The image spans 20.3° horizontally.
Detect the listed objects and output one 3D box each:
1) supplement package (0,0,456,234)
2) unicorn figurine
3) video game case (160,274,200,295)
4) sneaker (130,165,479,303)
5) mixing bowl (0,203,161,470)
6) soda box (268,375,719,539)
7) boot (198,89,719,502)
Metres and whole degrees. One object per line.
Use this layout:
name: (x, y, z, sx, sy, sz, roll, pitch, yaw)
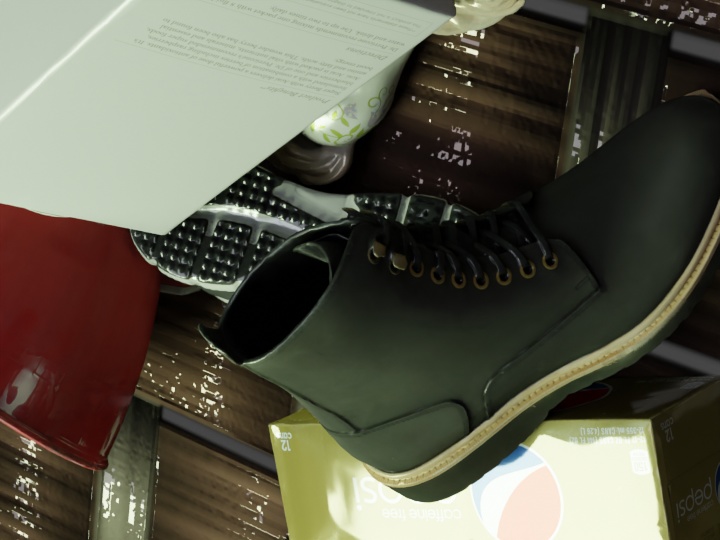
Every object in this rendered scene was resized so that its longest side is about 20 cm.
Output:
supplement package: (-0.077, -0.115, 0.783, 0.199, 0.120, 0.121, -32, 58, 43)
unicorn figurine: (0.001, -0.117, 0.851, 0.137, 0.074, 0.201, 44, 141, 20)
video game case: (-0.139, -0.095, 0.993, 0.142, 0.017, 0.202, 8, 107, 36)
sneaker: (0.000, 0.000, 0.885, 0.198, 0.080, 0.074, 21, 83, 18)
mixing bowl: (-0.164, -0.010, 0.923, 0.200, 0.200, 0.109, 37, 88, 25)
soda box: (0.058, 0.085, 0.851, 0.199, 0.067, 0.065, -5, 99, 39)
boot: (0.048, -0.008, 0.751, 0.200, 0.138, 0.078, -48, 46, 6)
